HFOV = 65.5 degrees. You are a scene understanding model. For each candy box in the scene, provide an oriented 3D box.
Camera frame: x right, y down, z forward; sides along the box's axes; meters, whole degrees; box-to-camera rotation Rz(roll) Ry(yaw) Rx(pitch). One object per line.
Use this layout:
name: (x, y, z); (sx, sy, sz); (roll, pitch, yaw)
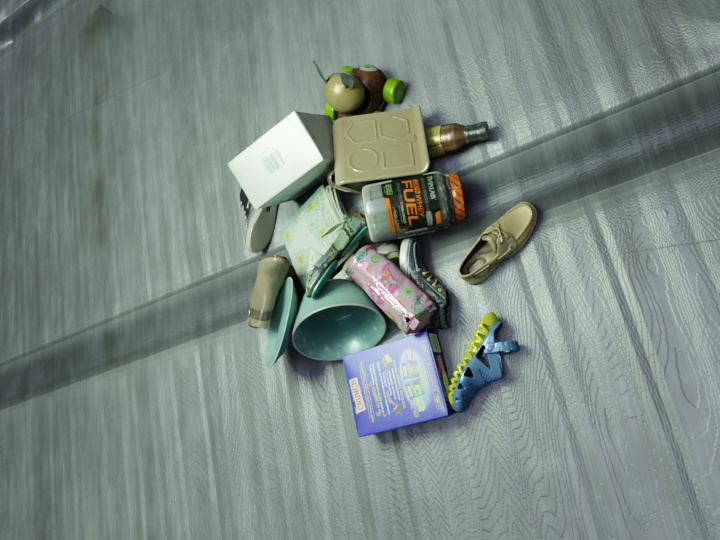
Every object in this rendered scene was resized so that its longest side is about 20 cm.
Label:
candy box: (0.076, 0.232, 1.141); (0.198, 0.077, 0.171); (-19, 73, 21)

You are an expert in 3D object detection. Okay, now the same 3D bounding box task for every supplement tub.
supplement tub: (0.109, -0.133, 1.155); (0.197, 0.123, 0.124); (-12, 74, 4)

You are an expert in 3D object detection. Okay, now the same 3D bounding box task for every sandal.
sandal: (-0.029, -0.102, 1.272); (0.199, 0.057, 0.081); (2, 79, 28)
sandal: (0.236, 0.185, 1.072); (0.086, 0.079, 0.202); (27, 94, 24)

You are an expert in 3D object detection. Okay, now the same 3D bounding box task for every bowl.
bowl: (-0.052, 0.092, 1.186); (0.199, 0.201, 0.106); (-28, 49, 19)

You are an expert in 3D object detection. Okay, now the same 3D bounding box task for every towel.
towel: (-0.098, -0.074, 1.272); (0.200, 0.048, 0.173); (-42, 58, 34)

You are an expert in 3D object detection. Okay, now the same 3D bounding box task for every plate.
plate: (-0.167, 0.115, 1.205); (0.025, 0.200, 0.203); (14, 85, -16)

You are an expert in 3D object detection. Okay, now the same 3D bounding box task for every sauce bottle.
sauce bottle: (0.176, -0.279, 1.203); (0.198, 0.066, 0.067); (-4, 78, 24)

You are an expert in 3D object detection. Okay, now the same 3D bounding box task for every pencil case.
pencil case: (0.059, 0.039, 1.115); (0.088, 0.087, 0.200); (-49, 67, 10)

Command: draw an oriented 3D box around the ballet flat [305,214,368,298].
ballet flat: (-0.065, -0.034, 1.136); (0.074, 0.075, 0.201); (25, 64, 28)

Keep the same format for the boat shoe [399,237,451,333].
boat shoe: (0.138, 0.027, 1.160); (0.090, 0.071, 0.203); (-7, 84, 25)

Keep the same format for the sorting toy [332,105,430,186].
sorting toy: (0.040, -0.261, 1.184); (0.197, 0.037, 0.187); (-9, 58, 8)

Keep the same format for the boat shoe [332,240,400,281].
boat shoe: (0.000, 0.000, 1.235); (0.199, 0.075, 0.069); (-30, 56, 14)

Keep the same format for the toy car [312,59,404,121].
toy car: (-0.024, -0.413, 1.253); (0.163, 0.200, 0.159); (25, 91, 28)

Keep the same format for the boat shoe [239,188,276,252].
boat shoe: (-0.265, -0.143, 1.400); (0.092, 0.075, 0.202); (7, 75, 34)

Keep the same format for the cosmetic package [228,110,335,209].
cosmetic package: (-0.150, -0.248, 1.264); (0.198, 0.200, 0.124); (-31, 93, 23)

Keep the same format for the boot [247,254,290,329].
boot: (-0.207, 0.055, 1.240); (0.069, 0.200, 0.148); (13, 75, -12)

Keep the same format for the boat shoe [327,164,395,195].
boat shoe: (0.025, -0.193, 1.216); (0.197, 0.060, 0.073); (7, 106, -5)

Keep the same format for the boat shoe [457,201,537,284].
boat shoe: (0.271, -0.054, 1.107); (0.071, 0.064, 0.201); (43, 100, 27)

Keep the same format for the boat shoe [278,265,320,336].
boat shoe: (-0.151, 0.085, 1.300); (0.076, 0.071, 0.201); (-43, 56, 29)
